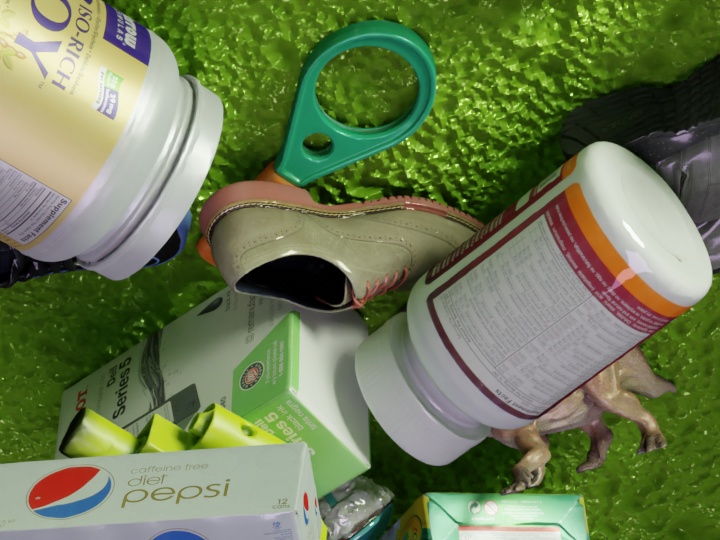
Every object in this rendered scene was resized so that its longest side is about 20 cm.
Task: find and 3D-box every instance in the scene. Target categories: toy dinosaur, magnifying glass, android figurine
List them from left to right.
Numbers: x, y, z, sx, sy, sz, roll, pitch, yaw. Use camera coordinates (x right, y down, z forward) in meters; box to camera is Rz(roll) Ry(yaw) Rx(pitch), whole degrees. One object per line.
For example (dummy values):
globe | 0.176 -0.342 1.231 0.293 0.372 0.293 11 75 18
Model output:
android figurine | -0.102 0.161 1.280 0.199 0.041 0.182 30 119 -14
magnifying glass | -0.031 -0.073 1.304 0.079 0.022 0.200 31 118 -24
toy dinosaur | 0.118 0.066 1.386 0.199 0.136 0.086 -14 173 -18

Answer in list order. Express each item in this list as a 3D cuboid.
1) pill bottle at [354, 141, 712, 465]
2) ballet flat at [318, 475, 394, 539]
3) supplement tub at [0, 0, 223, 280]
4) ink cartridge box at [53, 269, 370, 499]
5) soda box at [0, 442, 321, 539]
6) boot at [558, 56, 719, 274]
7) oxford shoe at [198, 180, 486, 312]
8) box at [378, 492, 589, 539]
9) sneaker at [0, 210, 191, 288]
pill bottle | 0.097 0.024 1.260 0.109 0.110 0.200 37 119 -27
ballet flat | -0.015 0.153 1.420 0.071 0.072 0.200 -2 167 -1
supplement tub | -0.191 -0.095 1.198 0.199 0.146 0.145 30 121 -24
ink cartridge box | -0.096 0.100 1.352 0.199 0.146 0.084 -32 121 20
soda box | -0.125 0.146 1.211 0.198 0.068 0.064 -4 120 7
boot | 0.226 -0.061 1.304 0.199 0.068 0.131 -13 132 17
oxford shoe | 0.000 0.000 1.313 0.199 0.075 0.071 4 135 -22
box | 0.062 0.205 1.455 0.116 0.049 0.200 3 155 -19
sneaker | -0.202 -0.018 1.299 0.198 0.078 0.070 3 128 -5
